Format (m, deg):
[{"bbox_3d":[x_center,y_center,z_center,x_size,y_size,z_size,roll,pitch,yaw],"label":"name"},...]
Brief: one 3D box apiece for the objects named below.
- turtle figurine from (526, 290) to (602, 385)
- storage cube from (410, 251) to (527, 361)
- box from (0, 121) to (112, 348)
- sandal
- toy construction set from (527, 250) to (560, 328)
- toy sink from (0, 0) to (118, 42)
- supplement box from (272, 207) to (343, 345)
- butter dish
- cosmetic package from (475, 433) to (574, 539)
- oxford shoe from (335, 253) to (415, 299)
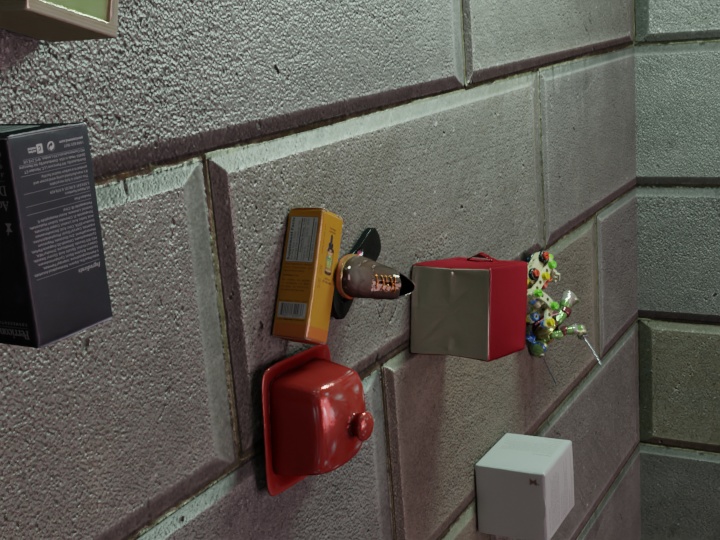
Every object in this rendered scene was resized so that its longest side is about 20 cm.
[{"bbox_3d":[0.486,0.160,2.551,0.144,0.199,0.195,113,1,-50],"label":"turtle figurine"},{"bbox_3d":[0.208,0.069,2.007,0.179,0.170,0.202,-9,101,-59],"label":"storage cube"},{"bbox_3d":[-0.344,-0.039,1.025,0.107,0.147,0.202,-27,116,-56],"label":"box"},{"bbox_3d":[0.000,0.000,1.751,0.201,0.045,0.075,-59,141,-40],"label":"sandal"},{"bbox_3d":[0.434,0.034,2.488,0.131,0.092,0.200,50,37,-19],"label":"toy construction set"},{"bbox_3d":[-0.322,-0.349,1.068,0.130,0.111,0.202,4,89,-61],"label":"toy sink"},{"bbox_3d":[-0.080,0.008,1.590,0.066,0.068,0.202,23,74,-60],"label":"supplement box"},{"bbox_3d":[-0.049,0.228,1.584,0.200,0.147,0.201,-19,108,-59],"label":"butter dish"},{"bbox_3d":[0.373,0.485,2.350,0.200,0.165,0.169,-24,114,-59],"label":"cosmetic package"},{"bbox_3d":[0.024,0.013,1.670,0.200,0.072,0.072,6,89,-63],"label":"oxford shoe"}]
